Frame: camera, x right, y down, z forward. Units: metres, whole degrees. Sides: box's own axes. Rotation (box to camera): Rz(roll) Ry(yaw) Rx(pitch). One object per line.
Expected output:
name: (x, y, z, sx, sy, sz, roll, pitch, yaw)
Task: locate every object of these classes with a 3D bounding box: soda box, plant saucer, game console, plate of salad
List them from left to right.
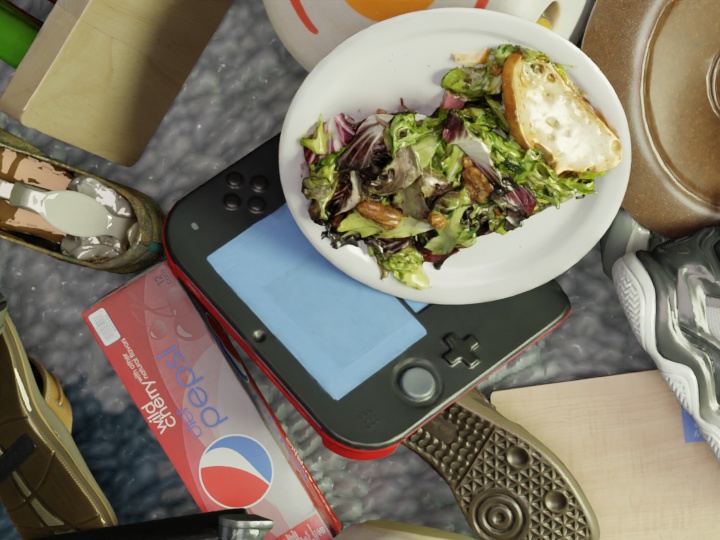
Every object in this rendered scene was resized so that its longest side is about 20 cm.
soda box: (-0.089, 0.092, 1.709, 0.063, 0.070, 0.201, -31, 92, 4)
game console: (0.000, 0.000, 1.669, 0.177, 0.031, 0.200, -36, 73, -20)
plate of salad: (0.053, -0.056, 1.586, 0.199, 0.048, 0.201, 0, 126, 0)
plant saucer: (0.221, -0.113, 1.669, 0.199, 0.034, 0.201, -4, 98, -28)

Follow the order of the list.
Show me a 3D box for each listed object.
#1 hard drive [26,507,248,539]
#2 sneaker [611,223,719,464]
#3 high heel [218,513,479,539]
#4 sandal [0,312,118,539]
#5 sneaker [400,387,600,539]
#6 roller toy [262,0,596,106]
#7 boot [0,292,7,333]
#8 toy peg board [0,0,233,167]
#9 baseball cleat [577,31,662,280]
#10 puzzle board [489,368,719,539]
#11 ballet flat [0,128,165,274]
hard drive: (-0.114, 0.243, 1.693, 0.139, 0.033, 0.201, -9, 115, 9)
sneaker: (0.242, 0.052, 1.667, 0.114, 0.076, 0.200, -33, 106, 11)
high heel: (0.001, 0.219, 1.647, 0.199, 0.071, 0.143, 6, 92, -19)
sandal: (-0.202, 0.093, 1.716, 0.080, 0.054, 0.200, -36, 82, 32)
sneaker: (0.069, 0.098, 1.703, 0.200, 0.076, 0.070, 42, 111, -1)
roller toy: (0.038, -0.181, 1.640, 0.182, 0.140, 0.201, 2, 92, 22)
boot: (-0.294, 0.078, 1.713, 0.182, 0.072, 0.201, 37, 123, 37)
toy peg board: (-0.151, -0.181, 1.646, 0.098, 0.200, 0.200, 32, 93, 14)
baseball cleat: (0.144, -0.094, 1.710, 0.106, 0.070, 0.201, 7, 90, 16)
puzzle board: (0.187, 0.136, 1.735, 0.199, 0.017, 0.151, -8, 91, 1)
ballet flat: (-0.213, -0.048, 1.709, 0.199, 0.071, 0.071, 19, 93, 0)
